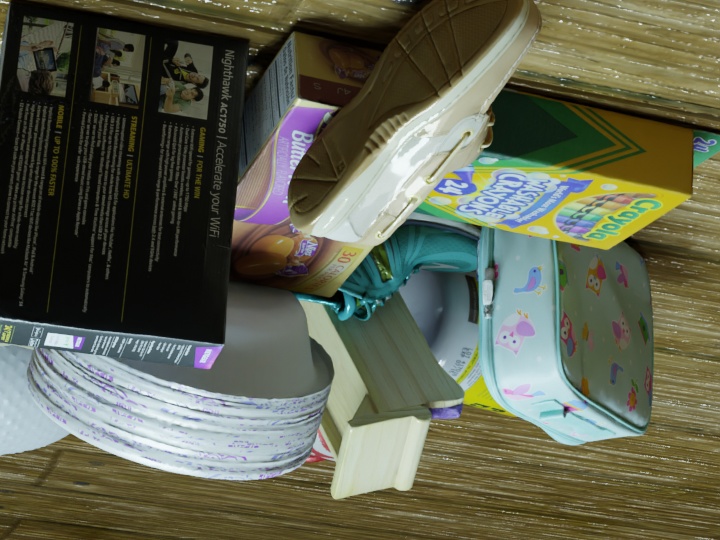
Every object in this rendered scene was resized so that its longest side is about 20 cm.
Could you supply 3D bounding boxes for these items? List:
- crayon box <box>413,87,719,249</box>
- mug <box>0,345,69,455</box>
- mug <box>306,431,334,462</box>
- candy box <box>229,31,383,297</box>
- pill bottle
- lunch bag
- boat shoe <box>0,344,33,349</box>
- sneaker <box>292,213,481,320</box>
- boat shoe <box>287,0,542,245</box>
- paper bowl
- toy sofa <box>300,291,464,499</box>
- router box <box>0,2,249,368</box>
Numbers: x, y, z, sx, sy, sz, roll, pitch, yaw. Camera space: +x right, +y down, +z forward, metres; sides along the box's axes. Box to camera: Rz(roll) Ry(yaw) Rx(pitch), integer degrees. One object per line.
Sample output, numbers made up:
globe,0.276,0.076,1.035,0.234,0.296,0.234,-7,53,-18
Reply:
crayon box,0.131,-0.065,1.280,0.200,0.052,0.126,10,161,-17
mug,-0.323,0.075,1.699,0.175,0.148,0.200,10,131,-32
mug,-0.073,0.113,1.700,0.200,0.133,0.178,13,116,-13
candy box,-0.029,-0.063,1.232,0.117,0.056,0.200,11,145,-25
pill bottle,0.118,0.062,1.570,0.200,0.109,0.109,17,158,-33
lunch bag,0.151,0.044,1.428,0.077,0.160,0.200,-7,159,30
boat shoe,-0.296,0.029,1.584,0.200,0.075,0.068,18,139,-11
sneaker,0.000,0.000,1.435,0.200,0.080,0.078,-5,159,-18
boat shoe,0.040,-0.088,1.113,0.069,0.074,0.200,23,127,-35
paper bowl,-0.115,0.052,1.294,0.201,0.104,0.201,17,-164,-5
toy sofa,-0.006,0.069,1.459,0.098,0.200,0.083,-9,137,-24
router box,-0.149,-0.050,1.150,0.149,0.200,0.051,8,159,-12
